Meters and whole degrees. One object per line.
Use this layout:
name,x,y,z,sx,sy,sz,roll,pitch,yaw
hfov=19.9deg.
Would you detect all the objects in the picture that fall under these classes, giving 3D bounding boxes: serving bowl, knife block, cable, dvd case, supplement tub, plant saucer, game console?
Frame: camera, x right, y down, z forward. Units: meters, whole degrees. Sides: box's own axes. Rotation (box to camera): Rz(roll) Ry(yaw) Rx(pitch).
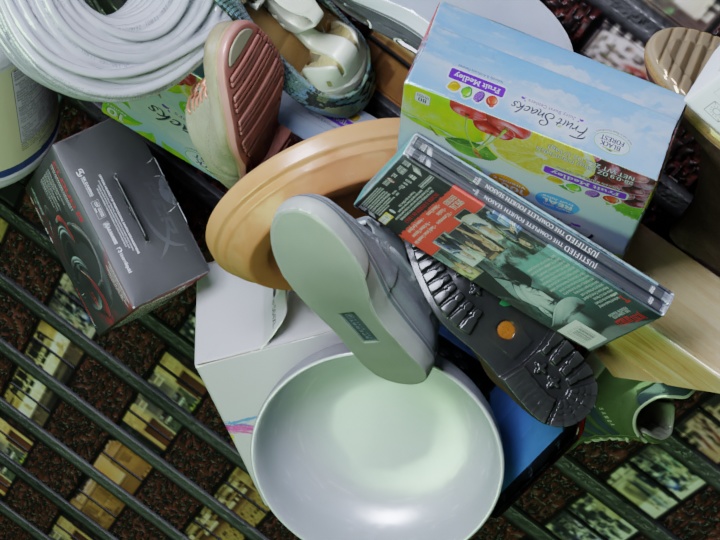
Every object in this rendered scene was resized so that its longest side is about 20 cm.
serving bowl,0.016,0.134,1.613,0.199,0.066,0.201,3,118,6
knife block,0.176,-0.003,1.441,0.176,0.064,0.200,50,162,-20
cable,-0.174,-0.217,1.416,0.069,0.200,0.200,8,140,54
dvd case,0.098,-0.015,1.372,0.200,0.022,0.146,32,163,-4
supplement tub,-0.321,-0.175,1.656,0.145,0.145,0.200,26,146,16
plant saucer,-0.014,-0.041,1.509,0.200,0.199,0.038,116,137,-57
game console,0.092,0.075,1.610,0.172,0.119,0.200,34,147,0

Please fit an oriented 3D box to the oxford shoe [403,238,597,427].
oxford shoe,0.090,0.030,1.485,0.200,0.073,0.084,58,174,1

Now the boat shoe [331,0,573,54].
boat shoe,0.054,-0.169,1.391,0.199,0.070,0.066,26,164,10

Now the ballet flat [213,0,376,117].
ballet flat,-0.041,-0.168,1.436,0.074,0.074,0.200,0,150,43

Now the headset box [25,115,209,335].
headset box,-0.203,-0.038,1.698,0.149,0.075,0.200,63,161,0

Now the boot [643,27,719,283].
boot,0.238,-0.056,1.350,0.200,0.072,0.166,39,150,-1

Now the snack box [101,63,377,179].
snack box,-0.095,-0.119,1.574,0.200,0.053,0.142,31,157,0

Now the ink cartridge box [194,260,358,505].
ink cartridge box,-0.055,0.071,1.696,0.125,0.129,0.200,-16,129,9

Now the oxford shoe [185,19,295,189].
oxford shoe,-0.097,-0.113,1.449,0.074,0.071,0.200,24,153,17

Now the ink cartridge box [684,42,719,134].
ink cartridge box,0.274,-0.155,1.153,0.050,0.109,0.200,40,147,-6

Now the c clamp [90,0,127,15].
c clamp,-0.155,-0.229,1.544,0.170,0.027,0.200,3,137,42

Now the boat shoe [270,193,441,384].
boat shoe,0.001,0.000,1.472,0.070,0.072,0.201,-2,141,32

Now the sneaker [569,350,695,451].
sneaker,0.200,0.110,1.601,0.090,0.067,0.200,37,145,8

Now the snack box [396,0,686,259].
snack box,0.111,-0.079,1.334,0.168,0.068,0.200,22,164,6
